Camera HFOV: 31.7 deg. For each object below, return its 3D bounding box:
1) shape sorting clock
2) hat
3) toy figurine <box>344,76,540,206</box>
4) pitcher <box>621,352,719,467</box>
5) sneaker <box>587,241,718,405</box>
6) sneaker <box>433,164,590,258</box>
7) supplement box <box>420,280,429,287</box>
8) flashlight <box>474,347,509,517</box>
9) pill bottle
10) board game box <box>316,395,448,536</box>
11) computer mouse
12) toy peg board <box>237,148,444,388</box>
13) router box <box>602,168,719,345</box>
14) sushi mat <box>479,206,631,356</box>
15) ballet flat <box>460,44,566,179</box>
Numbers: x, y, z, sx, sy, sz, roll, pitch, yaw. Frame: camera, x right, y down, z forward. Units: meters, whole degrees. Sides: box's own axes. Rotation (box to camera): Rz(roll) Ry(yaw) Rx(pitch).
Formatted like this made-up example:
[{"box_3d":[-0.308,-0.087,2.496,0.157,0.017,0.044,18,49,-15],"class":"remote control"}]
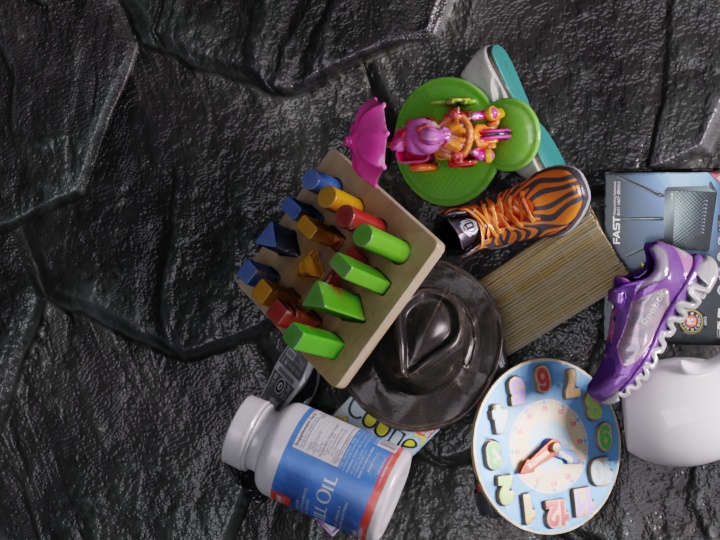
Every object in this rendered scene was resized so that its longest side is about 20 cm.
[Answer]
[{"box_3d":[0.218,0.203,1.467,0.197,0.039,0.203,1,87,-23],"class":"shape sorting clock"},{"box_3d":[0.071,0.081,1.425,0.198,0.081,0.204,0,82,-2],"class":"hat"},{"box_3d":[0.073,-0.142,1.409,0.198,0.183,0.152,-1,96,35],"class":"toy figurine"},{"box_3d":[0.393,0.136,1.414,0.197,0.122,0.173,-5,124,9],"class":"pitcher"},{"box_3d":[0.300,0.051,1.389,0.088,0.081,0.201,32,97,-7],"class":"sneaker"},{"box_3d":[0.160,-0.055,1.421,0.199,0.111,0.078,-28,83,49],"class":"sneaker"},{"box_3d":[0.000,0.000,1.526,0.126,0.073,0.201,-39,86,13],"class":"supplement box"},{"box_3d":[0.152,0.187,1.506,0.067,0.068,0.203,-14,92,-22],"class":"flashlight"},{"box_3d":[-0.051,0.218,1.432,0.198,0.112,0.114,22,99,12],"class":"pill bottle"},{"box_3d":[0.009,0.203,1.527,0.103,0.105,0.200,45,102,6],"class":"board game box"},{"box_3d":[-0.099,0.180,1.567,0.044,0.110,0.201,27,97,-35],"class":"computer mouse"},{"box_3d":[-0.047,-0.013,1.410,0.199,0.097,0.201,43,102,33],"class":"toy peg board"},{"box_3d":[0.353,-0.016,1.451,0.148,0.062,0.203,0,95,14],"class":"router box"},{"box_3d":[0.215,0.017,1.474,0.199,0.012,0.096,-36,84,35],"class":"sushi mat"},{"box_3d":[0.179,-0.165,1.483,0.069,0.069,0.202,-28,84,14],"class":"ballet flat"}]
